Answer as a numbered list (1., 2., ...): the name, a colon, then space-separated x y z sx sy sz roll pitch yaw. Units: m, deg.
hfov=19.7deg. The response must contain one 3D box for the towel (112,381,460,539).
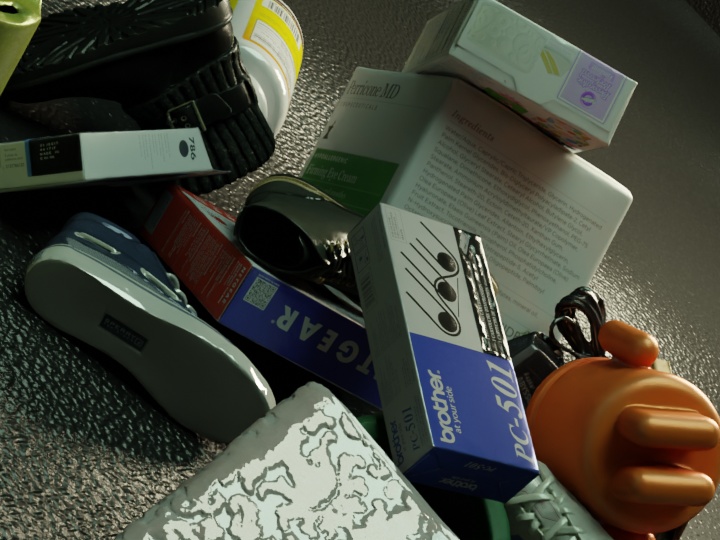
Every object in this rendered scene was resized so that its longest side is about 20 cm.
1. towel: -0.032 0.187 1.271 0.191 0.032 0.200 46 53 10

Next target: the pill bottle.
1. pill bottle: -0.111 -0.167 1.803 0.109 0.109 0.200 36 23 -12

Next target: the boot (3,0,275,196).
1. boot: -0.180 -0.128 1.645 0.080 0.209 0.159 -106 -177 -57

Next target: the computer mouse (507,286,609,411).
1. computer mouse: 0.113 0.107 1.622 0.053 0.199 0.139 31 -35 60

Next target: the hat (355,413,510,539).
1. hat: -0.005 0.197 1.432 0.199 0.176 0.167 -2 74 -34

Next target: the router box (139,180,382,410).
1. router box: -0.050 0.025 1.557 0.199 0.049 0.179 30 7 -33

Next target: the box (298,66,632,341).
1. box: 0.071 -0.044 1.702 0.199 0.172 0.199 31 -6 -24

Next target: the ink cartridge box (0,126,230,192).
1. ink cartridge box: -0.188 -0.082 1.541 0.200 0.099 0.040 -7 91 -63

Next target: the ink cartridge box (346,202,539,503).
1. ink cartridge box: 0.054 0.054 1.408 0.093 0.044 0.201 17 46 -33

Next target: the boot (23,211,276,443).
1. boot: -0.135 0.034 1.444 0.200 0.073 0.090 38 28 -7

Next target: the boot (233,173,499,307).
1. boot: 0.000 0.000 1.493 0.199 0.078 0.138 20 10 2

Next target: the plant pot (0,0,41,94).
1. plant pot: -0.305 -0.137 1.333 0.200 0.184 0.201 34 24 -17

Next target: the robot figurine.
1. robot figurine: 0.185 0.125 1.493 0.144 0.116 0.200 59 -12 -12

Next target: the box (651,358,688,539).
1. box: 0.214 0.185 1.627 0.021 0.164 0.200 19 26 -7

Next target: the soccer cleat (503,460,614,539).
1. soccer cleat: 0.128 0.182 1.435 0.200 0.070 0.087 37 -29 40

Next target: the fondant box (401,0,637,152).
1. fondant box: 0.122 -0.152 1.656 0.144 0.059 0.200 29 -3 -9
